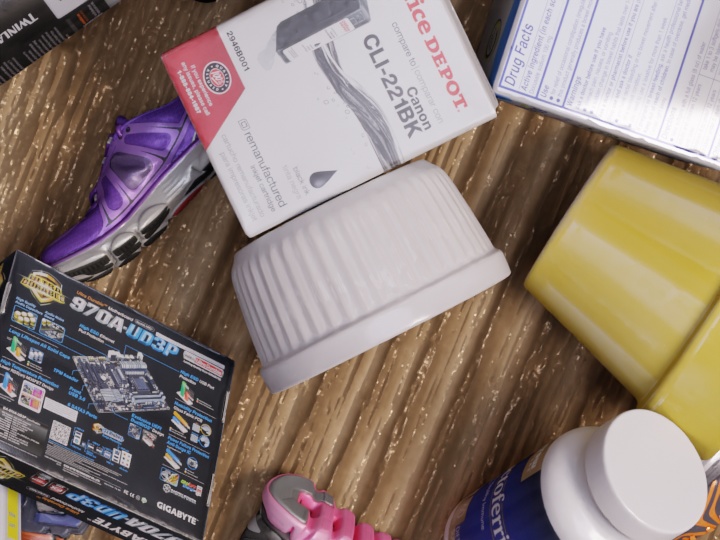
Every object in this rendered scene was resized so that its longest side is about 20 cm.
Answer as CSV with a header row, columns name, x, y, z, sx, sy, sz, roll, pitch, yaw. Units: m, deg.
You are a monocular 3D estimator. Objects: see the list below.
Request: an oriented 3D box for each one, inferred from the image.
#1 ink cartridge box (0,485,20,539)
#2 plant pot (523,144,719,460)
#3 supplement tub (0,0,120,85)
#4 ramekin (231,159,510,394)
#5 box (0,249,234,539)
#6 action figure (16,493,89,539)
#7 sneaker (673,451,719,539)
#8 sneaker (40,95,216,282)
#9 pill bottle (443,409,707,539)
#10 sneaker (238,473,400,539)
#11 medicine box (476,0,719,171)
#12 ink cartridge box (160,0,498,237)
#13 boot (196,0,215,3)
name,x,y,z,sx,sy,sz,roll,pitch,yaw
ink cartridge box,-0.347,0.131,1.357,0.196,0.047,0.201,-6,69,11
plant pot,0.234,0.009,1.388,0.188,0.201,0.201,33,92,7
supplement tub,-0.271,-0.200,1.329,0.200,0.123,0.123,-36,99,-2
ramekin,0.000,0.000,1.350,0.199,0.200,0.106,-27,90,-3
box,-0.192,0.099,1.336,0.199,0.046,0.160,29,49,-27
action figure,-0.274,0.194,1.405,0.199,0.105,0.195,14,87,17
sneaker,0.289,0.192,1.461,0.112,0.078,0.200,44,90,-8
sneaker,-0.171,-0.069,1.391,0.083,0.081,0.200,43,80,5
pill bottle,0.159,0.185,1.375,0.115,0.200,0.116,18,54,-26
sneaker,-0.012,0.247,1.443,0.200,0.079,0.096,37,110,-7
medicine box,0.207,-0.192,1.396,0.199,0.103,0.183,18,94,-8
ink cartridge box,-0.018,-0.133,1.308,0.199,0.084,0.145,-26,94,5
boot,-0.024,-0.230,1.376,0.211,0.079,0.158,-40,99,-2
